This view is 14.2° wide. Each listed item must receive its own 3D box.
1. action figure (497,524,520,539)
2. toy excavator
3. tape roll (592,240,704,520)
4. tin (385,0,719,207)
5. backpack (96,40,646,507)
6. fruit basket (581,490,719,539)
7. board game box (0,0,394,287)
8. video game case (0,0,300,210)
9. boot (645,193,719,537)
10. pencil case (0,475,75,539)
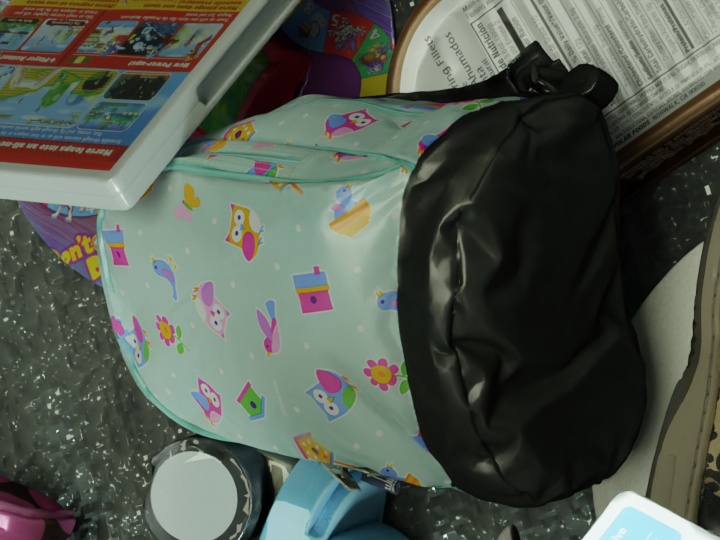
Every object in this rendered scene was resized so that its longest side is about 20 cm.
[{"bbox_3d":[0.101,0.177,1.030,0.200,0.105,0.194,-21,105,46],"label":"action figure"},{"bbox_3d":[-0.002,0.173,1.128,0.200,0.100,0.195,22,99,19],"label":"toy excavator"},{"bbox_3d":[0.182,0.073,1.061,0.203,0.037,0.203,-2,86,27],"label":"tape roll"},{"bbox_3d":[0.097,-0.093,1.119,0.200,0.042,0.112,-36,67,22],"label":"tin"},{"bbox_3d":[0.000,0.000,1.078,0.200,0.126,0.167,10,109,45],"label":"backpack"},{"bbox_3d":[0.113,0.181,0.927,0.185,0.200,0.094,-53,24,23],"label":"fruit basket"},{"bbox_3d":[-0.082,-0.084,1.209,0.200,0.039,0.158,-19,78,26],"label":"board game box"},{"bbox_3d":[-0.086,-0.102,1.136,0.143,0.017,0.200,7,49,42],"label":"video game case"},{"bbox_3d":[0.186,0.030,0.970,0.150,0.073,0.200,2,56,30],"label":"boot"},{"bbox_3d":[-0.188,0.178,1.228,0.094,0.091,0.200,24,96,50],"label":"pencil case"}]
